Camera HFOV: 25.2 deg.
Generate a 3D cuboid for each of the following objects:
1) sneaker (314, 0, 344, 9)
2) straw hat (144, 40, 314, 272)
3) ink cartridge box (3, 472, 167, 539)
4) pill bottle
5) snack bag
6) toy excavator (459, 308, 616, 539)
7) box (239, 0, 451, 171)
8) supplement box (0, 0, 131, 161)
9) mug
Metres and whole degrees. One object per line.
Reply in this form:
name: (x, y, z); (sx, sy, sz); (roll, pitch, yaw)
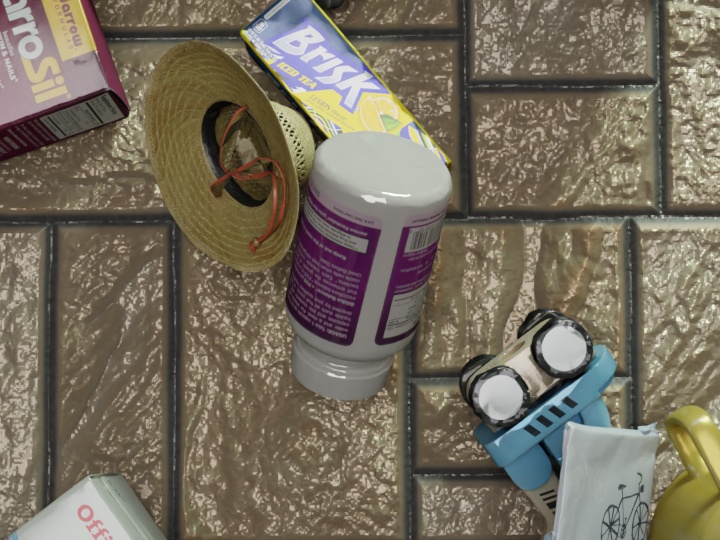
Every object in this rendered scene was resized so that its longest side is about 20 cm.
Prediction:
sneaker: (-0.045, -0.323, 1.374); (0.079, 0.075, 0.201); (-28, 92, -15)
straw hat: (-0.086, -0.100, 1.330); (0.085, 0.201, 0.202); (-21, 84, -38)
ink cartridge box: (-0.240, 0.276, 1.281); (0.199, 0.145, 0.146); (-36, 85, -2)
pill bottle: (0.000, 0.000, 1.282); (0.111, 0.113, 0.201); (15, 121, 2)
snack bag: (0.184, 0.217, 1.269); (0.021, 0.188, 0.202); (6, 87, 33)
toy excavator: (0.151, 0.159, 1.317); (0.194, 0.100, 0.201); (-37, 94, -1)
box: (-0.013, -0.141, 1.353); (0.070, 0.064, 0.200); (-40, 85, -3)
supplement box: (-0.310, -0.165, 1.340); (0.199, 0.103, 0.132); (-20, 84, -1)
mug: (0.299, 0.215, 1.275); (0.186, 0.153, 0.150); (31, 87, 3)
